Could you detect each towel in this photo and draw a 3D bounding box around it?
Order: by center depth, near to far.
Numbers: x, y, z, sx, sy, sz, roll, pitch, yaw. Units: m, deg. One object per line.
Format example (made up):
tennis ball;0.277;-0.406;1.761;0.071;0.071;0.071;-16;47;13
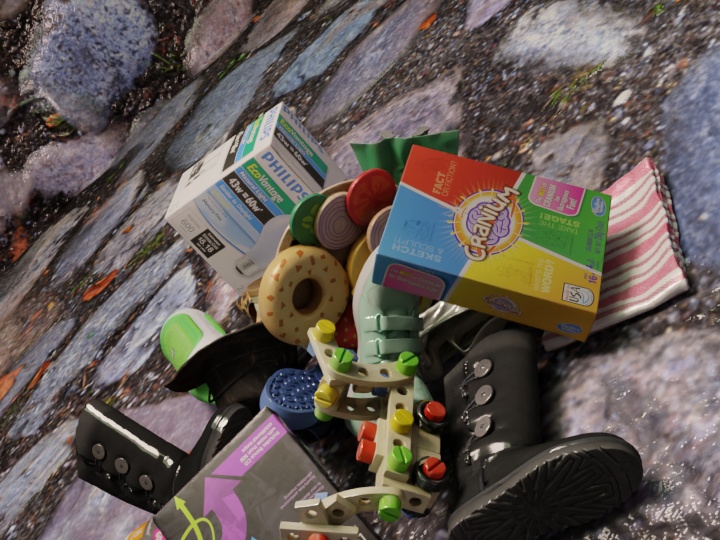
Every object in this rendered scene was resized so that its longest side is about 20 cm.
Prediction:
towel;0.233;-0.018;0.953;0.145;0.030;0.201;-30;28;27

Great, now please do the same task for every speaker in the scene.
speaker;-0.215;0.112;1.337;0.088;0.089;0.200;-45;25;-7

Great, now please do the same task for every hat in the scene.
hat;-0.109;0.114;1.082;0.198;0.082;0.201;-27;-13;-7

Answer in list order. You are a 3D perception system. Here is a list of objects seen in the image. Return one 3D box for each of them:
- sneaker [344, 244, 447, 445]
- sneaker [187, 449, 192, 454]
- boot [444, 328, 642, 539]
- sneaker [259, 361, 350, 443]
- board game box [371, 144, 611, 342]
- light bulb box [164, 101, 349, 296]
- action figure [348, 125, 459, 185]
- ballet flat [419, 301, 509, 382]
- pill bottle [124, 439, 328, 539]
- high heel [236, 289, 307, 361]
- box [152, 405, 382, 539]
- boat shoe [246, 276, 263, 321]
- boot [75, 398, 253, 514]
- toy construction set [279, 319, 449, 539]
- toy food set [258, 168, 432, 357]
sneaker;0.045;0.080;0.925;0.118;0.073;0.204;27;115;55
sneaker;-0.155;0.209;1.114;0.198;0.073;0.077;-28;20;24
boot;0.141;0.122;0.817;0.163;0.066;0.201;-30;23;22
sneaker;-0.054;0.141;0.999;0.079;0.069;0.200;-64;-16;13
board game box;0.123;-0.029;0.911;0.041;0.197;0.154;99;-172;-49
light bulb box;-0.130;-0.088;1.398;0.199;0.198;0.126;-31;28;25
action figure;0.059;-0.053;1.086;0.116;0.203;0.055;-3;24;12
ballet flat;0.083;0.070;1.003;0.199;0.070;0.070;-37;25;10
pill bottle;-0.123;0.251;0.943;0.199;0.117;0.117;-37;25;12
high heel;-0.139;0.088;1.274;0.143;0.072;0.199;-46;33;-23
box;-0.067;0.237;0.841;0.143;0.036;0.200;-44;66;-4
boat shoe;-0.055;0.013;1.243;0.198;0.064;0.073;-26;12;-36
boot;-0.216;0.185;1.064;0.198;0.065;0.167;23;105;30
toy construction set;0.003;0.140;0.812;0.093;0.129;0.202;116;169;-50
toy food set;0.000;0.000;1.019;0.200;0.198;0.049;-62;28;1
